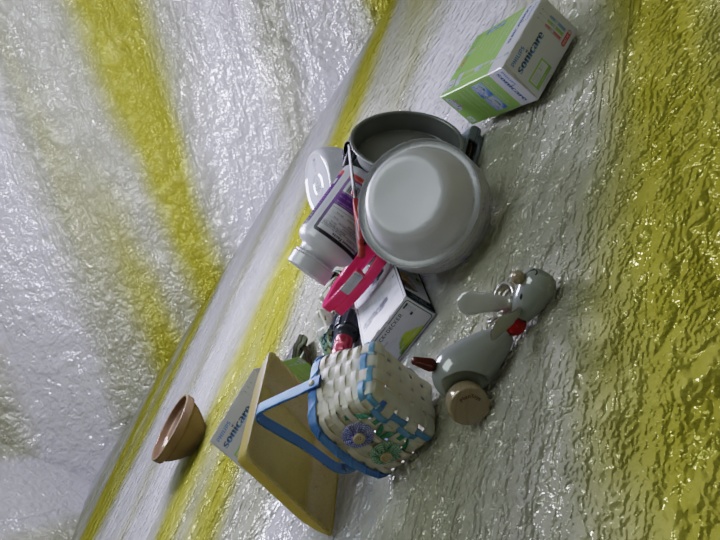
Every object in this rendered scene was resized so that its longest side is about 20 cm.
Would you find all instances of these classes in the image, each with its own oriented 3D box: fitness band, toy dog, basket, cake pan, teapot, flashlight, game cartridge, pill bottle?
[{"bbox_3d":[0.000,0.000,1.189,0.200,0.037,0.144,-47,10,41],"label":"fitness band"},{"bbox_3d":[0.134,0.075,0.795,0.201,0.096,0.132,-62,18,-9],"label":"toy dog"},{"bbox_3d":[-0.017,0.192,0.888,0.200,0.176,0.140,-32,33,33],"label":"basket"},{"bbox_3d":[0.080,-0.215,1.186,0.201,0.199,0.037,-79,-8,-47],"label":"cake pan"},{"bbox_3d":[-0.044,-0.217,1.690,0.200,0.145,0.198,55,144,41],"label":"teapot"},{"bbox_3d":[-0.035,0.152,1.189,0.067,0.068,0.201,-16,38,27],"label":"flashlight"},{"bbox_3d":[0.153,-0.157,1.222,0.133,0.041,0.201,-30,33,50],"label":"game cartridge"},{"bbox_3d":[-0.039,-0.077,1.204,0.200,0.111,0.111,-54,17,-6],"label":"pill bottle"}]

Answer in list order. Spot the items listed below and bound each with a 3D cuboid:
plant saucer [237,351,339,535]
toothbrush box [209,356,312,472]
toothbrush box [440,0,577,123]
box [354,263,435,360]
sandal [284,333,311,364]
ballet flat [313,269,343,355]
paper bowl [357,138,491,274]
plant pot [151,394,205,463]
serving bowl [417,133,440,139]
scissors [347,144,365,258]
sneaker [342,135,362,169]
[{"bbox_3d":[-0.105,0.254,0.984,0.048,0.200,0.200,-25,30,20],"label":"plant saucer"},{"bbox_3d":[-0.147,0.240,1.167,0.146,0.086,0.200,-58,-16,8],"label":"toothbrush box"},{"bbox_3d":[0.246,-0.350,1.154,0.146,0.086,0.200,-59,18,-13],"label":"toothbrush box"},{"bbox_3d":[0.050,0.055,1.116,0.117,0.060,0.200,-54,18,16],"label":"box"},{"bbox_3d":[-0.127,0.189,1.405,0.080,0.057,0.201,-59,2,18],"label":"sandal"},{"bbox_3d":[-0.059,0.081,1.363,0.074,0.074,0.201,-41,25,45],"label":"ballet flat"},{"bbox_3d":[0.089,-0.100,1.019,0.200,0.104,0.202,-6,77,27],"label":"paper bowl"},{"bbox_3d":[-0.502,0.461,1.920,0.201,0.092,0.201,-52,18,25],"label":"plant pot"},{"bbox_3d":[0.088,-0.186,1.314,0.200,0.066,0.201,-155,90,-87],"label":"serving bowl"},{"bbox_3d":[-0.010,-0.115,1.139,0.073,0.014,0.201,88,173,-58],"label":"scissors"},{"bbox_3d":[0.024,-0.242,1.309,0.200,0.099,0.071,-67,2,-51],"label":"sneaker"}]
